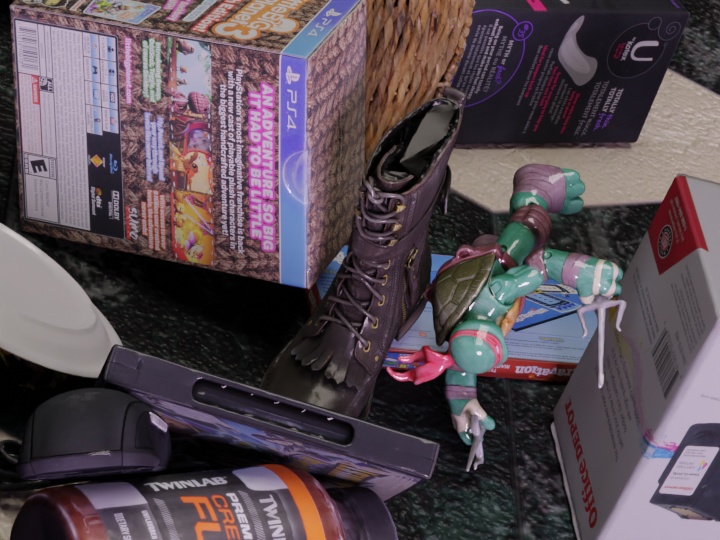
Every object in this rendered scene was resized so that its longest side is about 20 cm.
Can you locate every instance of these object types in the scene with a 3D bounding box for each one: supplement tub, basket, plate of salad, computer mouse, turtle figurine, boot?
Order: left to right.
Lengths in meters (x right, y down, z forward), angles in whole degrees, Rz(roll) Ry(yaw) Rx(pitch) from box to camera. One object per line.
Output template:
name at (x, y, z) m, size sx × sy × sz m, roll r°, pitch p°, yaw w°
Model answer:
plate of salad at (-0.229, 0.011, 1.658) m, size 0.200 × 0.048 × 0.200 m, roll 33°, pitch 12°, yaw -8°
computer mouse at (-0.165, 0.091, 1.492) m, size 0.140 × 0.046 × 0.200 m, roll -6°, pitch -6°, yaw 8°
supplement tub at (-0.081, 0.159, 1.504) m, size 0.200 × 0.107 × 0.107 m, roll -4°, pitch 42°, yaw -31°
basket at (-0.021, -0.176, 1.900) m, size 0.143 × 0.200 × 0.149 m, roll -14°, pitch 47°, yaw -38°
boot at (0.000, 0.000, 1.677) m, size 0.069 × 0.174 × 0.200 m, roll 24°, pitch 53°, yaw 9°
turtle figurine at (0.090, 0.023, 1.718) m, size 0.101 × 0.150 × 0.200 m, roll 41°, pitch 32°, yaw -17°

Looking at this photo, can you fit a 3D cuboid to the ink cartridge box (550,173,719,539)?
ink cartridge box at (0.198, 0.067, 1.690) m, size 0.083 × 0.200 × 0.146 m, roll 12°, pitch 36°, yaw -17°

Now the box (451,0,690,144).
box at (0.115, -0.168, 2.028) m, size 0.200 × 0.122 × 0.106 m, roll -1°, pitch 40°, yaw -29°

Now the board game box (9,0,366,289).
board game box at (-0.105, -0.096, 1.742) m, size 0.200 × 0.160 × 0.097 m, roll 12°, pitch 32°, yaw 17°

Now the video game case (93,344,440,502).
video game case at (-0.060, 0.090, 1.562) m, size 0.181 × 0.200 × 0.026 m, roll 18°, pitch 79°, yaw -5°

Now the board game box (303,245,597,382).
board game box at (0.062, 0.028, 1.828) m, size 0.200 × 0.019 × 0.103 m, roll 5°, pitch 40°, yaw -21°
